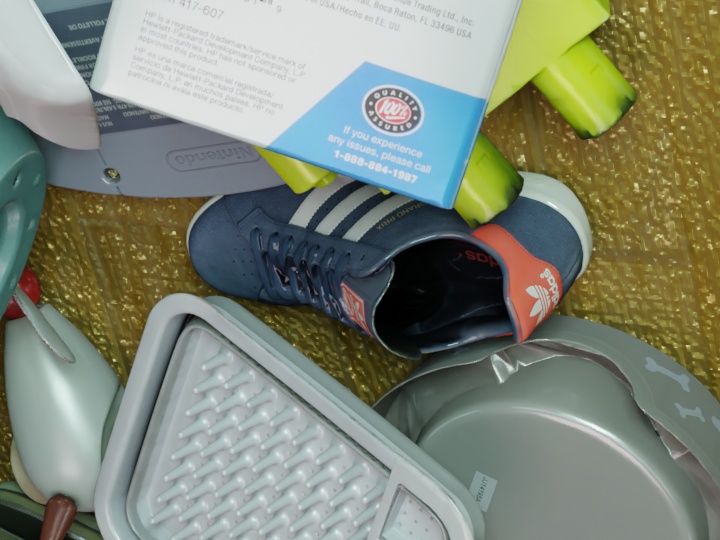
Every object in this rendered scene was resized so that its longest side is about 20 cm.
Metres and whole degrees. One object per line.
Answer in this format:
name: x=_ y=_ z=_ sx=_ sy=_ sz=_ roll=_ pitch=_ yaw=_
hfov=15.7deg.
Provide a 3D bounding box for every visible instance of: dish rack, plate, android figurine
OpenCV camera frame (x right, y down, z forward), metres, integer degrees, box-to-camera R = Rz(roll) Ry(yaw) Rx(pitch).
dish rack: x=-0.030 y=0.114 z=1.215 sx=0.200 sy=0.043 sz=0.172 roll=37 pitch=130 yaw=21
plate: x=-0.169 y=-0.135 z=1.040 sx=0.201 sy=0.032 sz=0.200 roll=57 pitch=174 yaw=0
android figurine: x=0.016 y=-0.115 z=1.049 sx=0.182 sy=0.041 sz=0.200 roll=-36 pitch=107 yaw=18

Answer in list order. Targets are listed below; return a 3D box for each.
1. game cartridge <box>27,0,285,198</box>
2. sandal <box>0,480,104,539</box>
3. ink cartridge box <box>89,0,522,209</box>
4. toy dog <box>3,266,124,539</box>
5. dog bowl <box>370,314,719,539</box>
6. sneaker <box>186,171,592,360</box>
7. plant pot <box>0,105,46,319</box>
game cartridge: x=-0.077 y=-0.095 z=1.150 sx=0.199 sy=0.042 sz=0.134 roll=-6 pitch=130 yaw=30
sandal: x=-0.108 y=0.164 z=1.380 sx=0.200 sy=0.057 sz=0.080 roll=34 pitch=131 yaw=4
ink cartridge box: x=-0.001 y=-0.145 z=0.968 sx=0.145 sy=0.084 sz=0.201 roll=19 pitch=106 yaw=1
toy dog: x=-0.170 y=0.059 z=1.288 sx=0.200 sy=0.097 sz=0.132 roll=42 pitch=134 yaw=-12
dog bowl: x=0.094 y=0.107 z=1.215 sx=0.199 sy=0.059 sz=0.201 roll=14 pitch=129 yaw=18
sneaker: x=0.000 y=0.000 z=1.159 sx=0.199 sy=0.085 sz=0.075 roll=-3 pitch=127 yaw=29
plant pot: x=-0.236 y=-0.028 z=1.156 sx=0.160 sy=0.201 sz=0.201 roll=23 pitch=135 yaw=7
